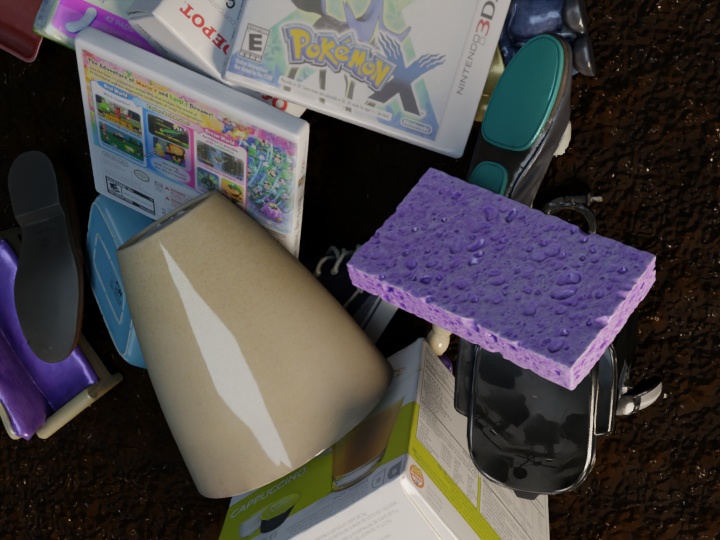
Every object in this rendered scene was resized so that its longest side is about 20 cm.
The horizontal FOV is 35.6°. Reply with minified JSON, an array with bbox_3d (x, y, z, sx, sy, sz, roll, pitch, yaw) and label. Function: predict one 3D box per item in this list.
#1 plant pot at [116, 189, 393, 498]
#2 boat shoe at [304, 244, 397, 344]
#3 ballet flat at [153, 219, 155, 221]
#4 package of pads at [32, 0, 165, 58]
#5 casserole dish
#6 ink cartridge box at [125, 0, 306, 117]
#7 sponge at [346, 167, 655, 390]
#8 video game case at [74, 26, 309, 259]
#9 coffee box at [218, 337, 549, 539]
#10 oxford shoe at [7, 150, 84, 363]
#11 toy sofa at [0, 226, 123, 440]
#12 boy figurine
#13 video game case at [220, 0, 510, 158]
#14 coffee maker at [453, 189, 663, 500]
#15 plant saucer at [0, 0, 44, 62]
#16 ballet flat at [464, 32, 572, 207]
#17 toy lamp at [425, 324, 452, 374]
[{"bbox_3d":[-0.103,0.045,0.897,0.187,0.187,0.200,-26,104,22],"label":"plant pot"},{"bbox_3d":[0.000,0.000,0.988,0.093,0.075,0.200,32,110,3],"label":"boat shoe"},{"bbox_3d":[-0.153,-0.082,1.030,0.200,0.068,0.068,-32,90,22],"label":"ballet flat"},{"bbox_3d":[-0.151,-0.230,0.937,0.199,0.068,0.155,21,92,-23],"label":"package of pads"},{"bbox_3d":[-0.213,0.005,1.023,0.200,0.039,0.121,55,140,42],"label":"casserole dish"},{"bbox_3d":[-0.063,-0.226,0.889,0.147,0.083,0.200,42,81,-27],"label":"ink cartridge box"},{"bbox_3d":[0.097,0.000,0.801,0.200,0.112,0.030,26,151,34],"label":"sponge"},{"bbox_3d":[-0.137,-0.090,0.916,0.199,0.024,0.182,25,144,12],"label":"video game case"},{"bbox_3d":[0.023,0.219,0.933,0.199,0.198,0.200,-32,110,22],"label":"coffee box"},{"bbox_3d":[-0.288,-0.011,1.078,0.071,0.071,0.201,-6,83,15],"label":"oxford shoe"},{"bbox_3d":[-0.337,0.062,1.108,0.083,0.098,0.200,-36,87,22],"label":"toy sofa"},{"bbox_3d":[0.090,-0.183,0.930,0.199,0.064,0.125,-7,101,17],"label":"boy figurine"},{"bbox_3d":[0.014,-0.202,0.853,0.199,0.022,0.183,16,93,-17],"label":"video game case"},{"bbox_3d":[0.146,0.054,0.882,0.134,0.200,0.193,-18,94,21],"label":"coffee maker"},{"bbox_3d":[-0.351,-0.330,1.068,0.200,0.037,0.200,29,108,11],"label":"plant saucer"},{"bbox_3d":[0.124,-0.087,0.890,0.073,0.073,0.201,24,97,13],"label":"ballet flat"},{"bbox_3d":[0.091,0.001,0.970,0.058,0.058,0.201,26,110,13],"label":"toy lamp"}]
